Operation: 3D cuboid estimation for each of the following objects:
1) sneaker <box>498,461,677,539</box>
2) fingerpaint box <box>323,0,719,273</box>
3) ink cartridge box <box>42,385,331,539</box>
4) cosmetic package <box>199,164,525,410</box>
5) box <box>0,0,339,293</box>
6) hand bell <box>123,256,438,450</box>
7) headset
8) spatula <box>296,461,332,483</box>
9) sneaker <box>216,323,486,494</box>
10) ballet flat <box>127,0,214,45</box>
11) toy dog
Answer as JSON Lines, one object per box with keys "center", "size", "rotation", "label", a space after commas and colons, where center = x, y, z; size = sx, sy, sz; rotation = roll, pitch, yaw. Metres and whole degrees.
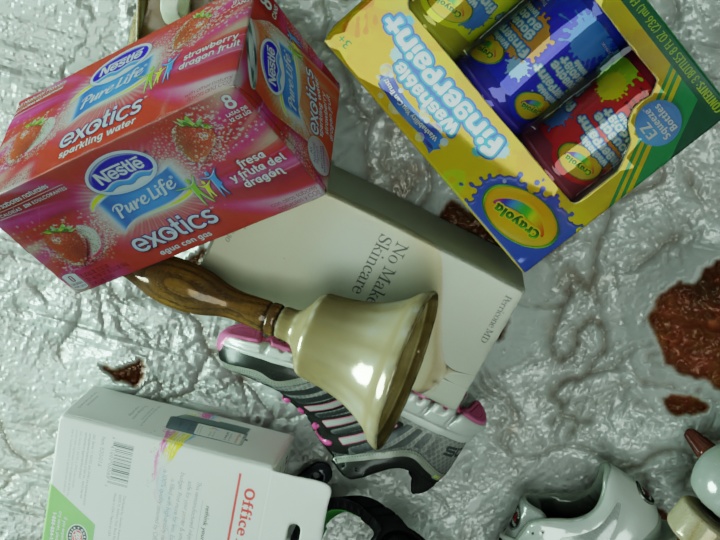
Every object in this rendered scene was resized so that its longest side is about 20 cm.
{"center": [0.125, 0.212, 0.849], "size": [0.200, 0.074, 0.089], "rotation": [-36, 98, 6], "label": "sneaker"}
{"center": [0.104, -0.129, 0.732], "size": [0.167, 0.073, 0.200], "rotation": [-38, 102, 14], "label": "fingerpaint box"}
{"center": [-0.120, 0.168, 0.834], "size": [0.199, 0.067, 0.117], "rotation": [14, 104, 6], "label": "ink cartridge box"}
{"center": [0.000, 0.000, 0.783], "size": [0.200, 0.073, 0.104], "rotation": [25, 109, -4], "label": "cosmetic package"}
{"center": [-0.121, -0.076, 0.697], "size": [0.200, 0.100, 0.096], "rotation": [-19, 133, 26], "label": "box"}
{"center": [-0.062, 0.029, 0.728], "size": [0.199, 0.104, 0.104], "rotation": [20, 109, 12], "label": "hand bell"}
{"center": [0.025, 0.246, 0.824], "size": [0.094, 0.200, 0.124], "rotation": [6, 114, -43], "label": "headset"}
{"center": [-0.098, 0.211, 0.885], "size": [0.200, 0.021, 0.057], "rotation": [-39, 100, 14], "label": "spatula"}
{"center": [-0.014, 0.101, 0.815], "size": [0.199, 0.074, 0.088], "rotation": [21, 102, -8], "label": "sneaker"}
{"center": [-0.121, -0.157, 0.742], "size": [0.070, 0.065, 0.201], "rotation": [3, 109, 2], "label": "ballet flat"}
{"center": [0.299, 0.169, 0.824], "size": [0.132, 0.096, 0.200], "rotation": [-36, 117, 11], "label": "toy dog"}
